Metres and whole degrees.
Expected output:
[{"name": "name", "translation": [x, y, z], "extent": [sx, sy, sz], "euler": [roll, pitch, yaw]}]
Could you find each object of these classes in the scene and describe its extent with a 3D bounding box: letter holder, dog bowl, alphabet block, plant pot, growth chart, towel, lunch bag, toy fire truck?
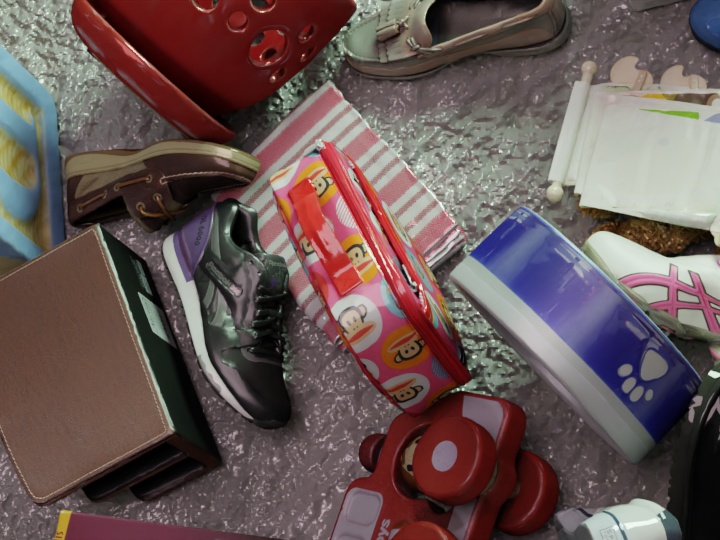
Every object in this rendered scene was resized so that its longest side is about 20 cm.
[{"name": "letter holder", "translation": [-0.225, 0.092, 1.768], "extent": [0.142, 0.101, 0.201], "euler": [-28, 65, 9]}, {"name": "dog bowl", "translation": [0.162, 0.048, 1.607], "extent": [0.079, 0.200, 0.200], "euler": [-44, 64, -1]}, {"name": "alphabet block", "translation": [-0.384, -0.079, 1.838], "extent": [0.199, 0.195, 0.198], "euler": [-13, 66, 14]}, {"name": "plant pot", "translation": [-0.133, -0.223, 1.806], "extent": [0.183, 0.200, 0.200], "euler": [-47, 64, 4]}, {"name": "growth chart", "translation": [0.241, -0.092, 1.660], "extent": [0.199, 0.018, 0.145], "euler": [17, 70, 26]}, {"name": "towel", "translation": [-0.020, -0.047, 1.799], "extent": [0.146, 0.030, 0.200], "euler": [-42, 63, 3]}, {"name": "lunch bag", "translation": [0.000, 0.000, 1.647], "extent": [0.082, 0.176, 0.201], "euler": [-32, 51, 6]}, {"name": "toy fire truck", "translation": [0.048, 0.188, 1.655], "extent": [0.167, 0.112, 0.201], "euler": [7, 75, 43]}]

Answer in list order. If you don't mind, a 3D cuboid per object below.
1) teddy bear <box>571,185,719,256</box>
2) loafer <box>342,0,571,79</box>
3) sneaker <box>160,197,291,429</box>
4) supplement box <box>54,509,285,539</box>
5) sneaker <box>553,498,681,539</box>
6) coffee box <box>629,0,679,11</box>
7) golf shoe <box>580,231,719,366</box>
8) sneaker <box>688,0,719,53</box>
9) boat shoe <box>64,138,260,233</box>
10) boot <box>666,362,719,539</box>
[{"name": "teddy bear", "translation": [0.264, -0.061, 1.687], "extent": [0.199, 0.067, 0.146], "euler": [1, 74, 19]}, {"name": "loafer", "translation": [0.075, -0.210, 1.804], "extent": [0.199, 0.063, 0.072], "euler": [-7, 70, 16]}, {"name": "sneaker", "translation": [-0.094, 0.030, 1.754], "extent": [0.087, 0.076, 0.201], "euler": [-37, 63, 24]}, {"name": "supplement box", "translation": [-0.144, 0.260, 1.665], "extent": [0.199, 0.086, 0.111], "euler": [4, 69, 21]}, {"name": "sneaker", "translation": [0.188, 0.204, 1.558], "extent": [0.070, 0.200, 0.074], "euler": [-12, 86, -6]}, {"name": "coffee box", "translation": [0.282, -0.359, 1.713], "extent": [0.198, 0.200, 0.199], "euler": [-13, 67, 13]}, {"name": "golf shoe", "translation": [0.264, 0.018, 1.641], "extent": [0.199, 0.073, 0.092], "euler": [32, 95, 10]}, {"name": "sneaker", "translation": [0.356, -0.204, 1.703], "extent": [0.199, 0.078, 0.066], "euler": [10, 76, 23]}, {"name": "boat shoe", "translation": [-0.172, -0.066, 1.823], "extent": [0.199, 0.072, 0.073], "euler": [-2, 76, 30]}, {"name": "boot", "translation": [0.307, 0.183, 1.563], "extent": [0.157, 0.079, 0.213], "euler": [13, 99, 27]}]
